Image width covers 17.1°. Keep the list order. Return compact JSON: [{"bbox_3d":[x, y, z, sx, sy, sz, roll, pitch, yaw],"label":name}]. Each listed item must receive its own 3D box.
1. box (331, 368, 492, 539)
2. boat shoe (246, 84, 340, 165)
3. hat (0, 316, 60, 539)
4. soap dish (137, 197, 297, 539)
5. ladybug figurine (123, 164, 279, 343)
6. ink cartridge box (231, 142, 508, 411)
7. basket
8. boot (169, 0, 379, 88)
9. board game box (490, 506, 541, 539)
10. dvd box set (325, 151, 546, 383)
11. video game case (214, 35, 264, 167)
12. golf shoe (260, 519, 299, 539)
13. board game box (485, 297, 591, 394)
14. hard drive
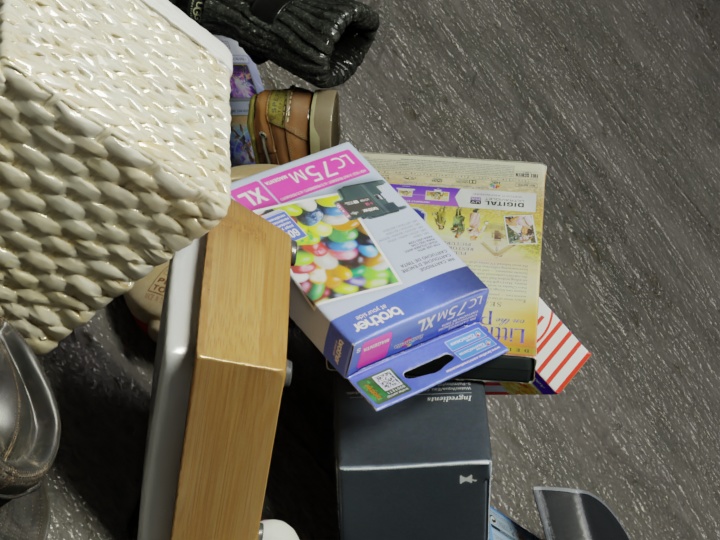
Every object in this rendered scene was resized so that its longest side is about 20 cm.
[{"bbox_3d":[0.034,0.114,1.705,0.200,0.107,0.149,-94,-178,-47],"label":"box"},{"bbox_3d":[-0.051,-0.057,1.810,0.072,0.068,0.200,-79,172,-52],"label":"boat shoe"},{"bbox_3d":[-0.228,0.080,1.396,0.201,0.081,0.201,39,30,-29],"label":"hat"},{"bbox_3d":[-0.091,0.076,1.516,0.081,0.200,0.158,6,40,-5],"label":"soap dish"},{"bbox_3d":[-0.093,-0.002,1.690,0.135,0.072,0.200,22,42,23],"label":"ladybug figurine"},{"bbox_3d":[0.000,0.000,1.623,0.119,0.042,0.200,-21,55,-31],"label":"ink cartridge box"},{"bbox_3d":[-0.206,-0.083,1.484,0.200,0.198,0.161,34,33,-34],"label":"basket"},{"bbox_3d":[-0.052,-0.214,1.803,0.157,0.080,0.211,19,37,13],"label":"boot"},{"bbox_3d":[0.118,0.275,1.817,0.151,0.037,0.200,36,31,-36],"label":"board game box"},{"bbox_3d":[0.056,-0.005,1.695,0.200,0.146,0.029,-84,175,-46],"label":"dvd box set"},{"bbox_3d":[-0.142,-0.140,1.811,0.200,0.045,0.182,-8,76,-62],"label":"video game case"},{"bbox_3d":[-0.056,0.215,1.528,0.075,0.091,0.200,49,25,-14],"label":"golf shoe"},{"bbox_3d":[0.069,0.029,1.858,0.152,0.200,0.046,47,69,-16],"label":"board game box"},{"bbox_3d":[0.191,0.246,1.899,0.200,0.042,0.135,46,27,-63],"label":"hard drive"}]
